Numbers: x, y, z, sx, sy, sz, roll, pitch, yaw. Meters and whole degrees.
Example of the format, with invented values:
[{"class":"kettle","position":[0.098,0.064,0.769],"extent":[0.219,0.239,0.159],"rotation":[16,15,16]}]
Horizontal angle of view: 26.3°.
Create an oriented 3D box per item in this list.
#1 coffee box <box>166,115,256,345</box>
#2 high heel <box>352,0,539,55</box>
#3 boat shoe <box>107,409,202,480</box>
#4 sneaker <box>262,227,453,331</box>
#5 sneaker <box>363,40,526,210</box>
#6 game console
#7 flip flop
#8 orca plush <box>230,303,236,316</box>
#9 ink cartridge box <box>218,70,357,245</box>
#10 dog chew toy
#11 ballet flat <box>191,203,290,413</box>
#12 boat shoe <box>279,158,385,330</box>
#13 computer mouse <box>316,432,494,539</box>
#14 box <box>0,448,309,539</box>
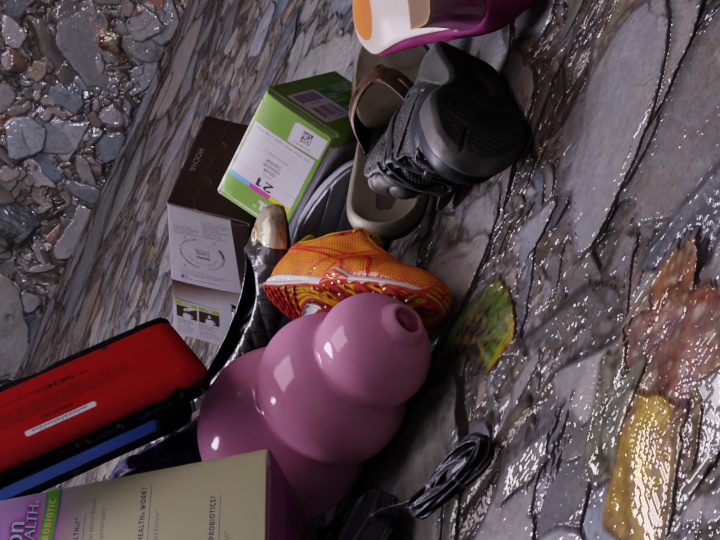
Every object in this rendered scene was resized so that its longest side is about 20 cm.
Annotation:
[{"class":"coffee box","position":[-0.124,-0.032,1.437],"extent":[0.200,0.079,0.113],"rotation":[95,-169,-54]},{"class":"high heel","position":[0.060,-0.205,1.174],"extent":[0.200,0.096,0.068],"rotation":[-176,78,-71]},{"class":"boat shoe","position":[-0.174,0.179,1.259],"extent":[0.093,0.075,0.200],"rotation":[-27,-16,-33]},{"class":"sneaker","position":[0.000,0.000,1.106],"extent":[0.200,0.073,0.077],"rotation":[10,59,54]},{"class":"sneaker","position":[0.057,-0.079,1.073],"extent":[0.200,0.076,0.115],"rotation":[-98,32,-66]},{"class":"game console","position":[-0.201,0.129,1.073],"extent":[0.172,0.199,0.119],"rotation":[38,149,61]},{"class":"flip flop","position":[0.021,-0.115,1.194],"extent":[0.058,0.081,0.201],"rotation":[64,-153,-51]},{"class":"orca plush","position":[-0.094,0.123,1.365],"extent":[0.200,0.071,0.105],"rotation":[-70,-32,-45]},{"class":"ink cartridge box","position":[-0.063,-0.060,1.319],"extent":[0.200,0.076,0.148],"rotation":[-61,-13,22]},{"class":"dog chew toy","position":[-0.025,0.087,1.051],"extent":[0.200,0.124,0.125],"rotation":[-43,28,38]},{"class":"ballet flat","position":[-0.095,0.040,1.228],"extent":[0.067,0.057,0.201],"rotation":[-110,34,-67]},{"class":"boat shoe","position":[-0.032,-0.004,1.265],"extent":[0.062,0.072,0.201],"rotation":[-105,38,-71]},{"class":"computer mouse","position":[0.027,0.154,0.955],"extent":[0.200,0.034,0.059],"rotation":[-41,13,48]},{"class":"box","position":[-0.138,0.228,0.979],"extent":[0.097,0.199,0.176],"rotation":[68,-166,-46]}]
